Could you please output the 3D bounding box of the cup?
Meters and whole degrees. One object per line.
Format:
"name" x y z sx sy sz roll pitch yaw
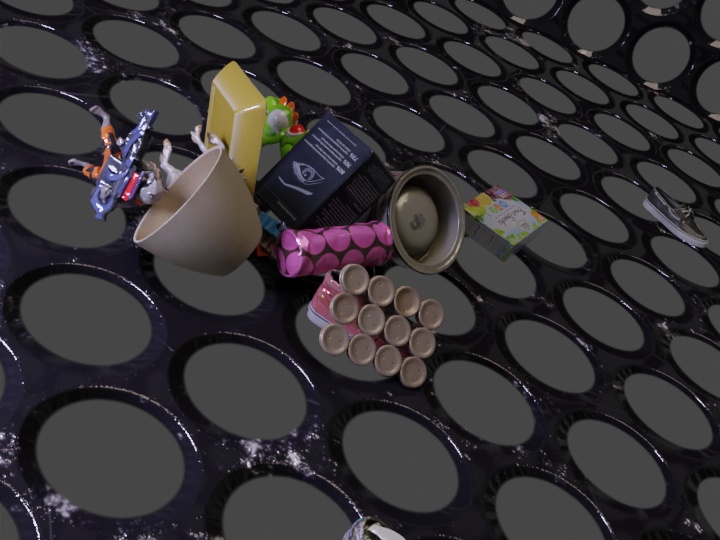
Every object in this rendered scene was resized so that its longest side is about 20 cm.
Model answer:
"cup" -0.240 -0.074 1.637 0.143 0.200 0.201 44 26 -21

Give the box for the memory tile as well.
"memory tile" 0.036 0.088 1.641 0.199 0.017 0.155 25 73 -22

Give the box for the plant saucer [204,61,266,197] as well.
"plant saucer" -0.231 -0.245 1.838 0.048 0.202 0.200 -2 32 -25

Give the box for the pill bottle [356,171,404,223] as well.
"pill bottle" 0.011 -0.134 1.963 0.199 0.113 0.112 -3 42 -40

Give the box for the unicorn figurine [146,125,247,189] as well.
"unicorn figurine" -0.271 -0.175 1.761 0.074 0.199 0.138 15 51 -59

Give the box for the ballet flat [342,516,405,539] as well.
"ballet flat" 0.061 0.382 1.290 0.200 0.072 0.072 40 33 19

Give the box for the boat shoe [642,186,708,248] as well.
"boat shoe" 0.807 -0.136 2.624 0.200 0.064 0.070 44 35 25

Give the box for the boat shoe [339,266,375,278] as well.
"boat shoe" 0.000 0.000 1.811 0.068 0.057 0.201 17 33 -16

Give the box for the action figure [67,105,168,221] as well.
"action figure" -0.377 -0.185 1.685 0.193 0.201 0.104 43 15 24

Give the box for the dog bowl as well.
"dog bowl" 0.102 -0.092 1.919 0.199 0.202 0.073 -4 2 -41

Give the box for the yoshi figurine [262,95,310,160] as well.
"yoshi figurine" -0.153 -0.249 2.050 0.111 0.113 0.201 -24 65 -4

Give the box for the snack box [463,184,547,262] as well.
"snack box" 0.297 -0.103 2.194 0.142 0.053 0.200 38 33 14

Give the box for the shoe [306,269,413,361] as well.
"shoe" 0.015 0.077 1.676 0.199 0.091 0.072 28 31 1

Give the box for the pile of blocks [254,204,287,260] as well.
"pile of blocks" -0.181 -0.068 1.756 0.199 0.062 0.082 34 -13 15

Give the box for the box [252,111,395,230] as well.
"box" -0.065 -0.150 1.815 0.148 0.200 0.104 46 0 38

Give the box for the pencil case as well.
"pencil case" -0.046 -0.039 1.717 0.198 0.092 0.093 -5 -1 -35
